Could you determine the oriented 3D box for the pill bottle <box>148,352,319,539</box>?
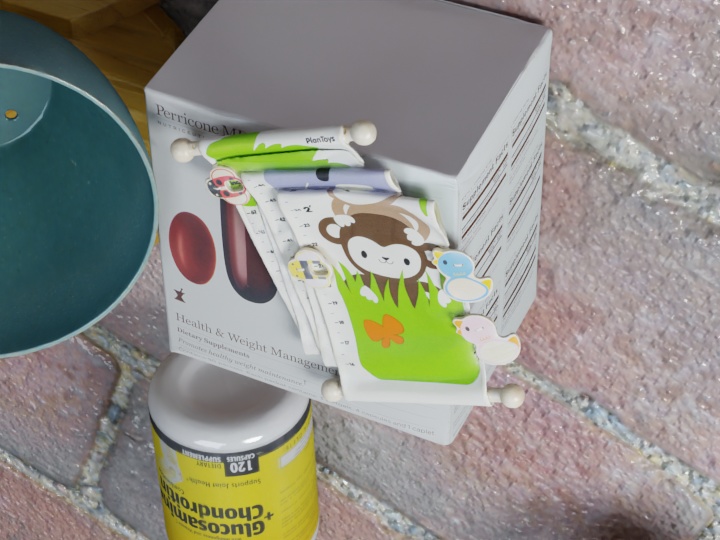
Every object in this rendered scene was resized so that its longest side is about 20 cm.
[{"bbox_3d":[-0.086,0.150,1.343,0.111,0.112,0.201,15,133,20],"label":"pill bottle"}]

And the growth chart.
[{"bbox_3d":[0.000,0.000,1.015,0.144,0.018,0.201,-8,124,35],"label":"growth chart"}]

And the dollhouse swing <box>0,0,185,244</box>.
[{"bbox_3d":[-0.226,-0.075,1.189,0.180,0.176,0.201,18,133,17],"label":"dollhouse swing"}]

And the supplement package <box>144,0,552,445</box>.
[{"bbox_3d":[-0.004,-0.042,1.102,0.190,0.147,0.201,16,135,18],"label":"supplement package"}]

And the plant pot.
[{"bbox_3d":[-0.218,-0.069,1.073,0.198,0.135,0.202,-7,131,-8],"label":"plant pot"}]
